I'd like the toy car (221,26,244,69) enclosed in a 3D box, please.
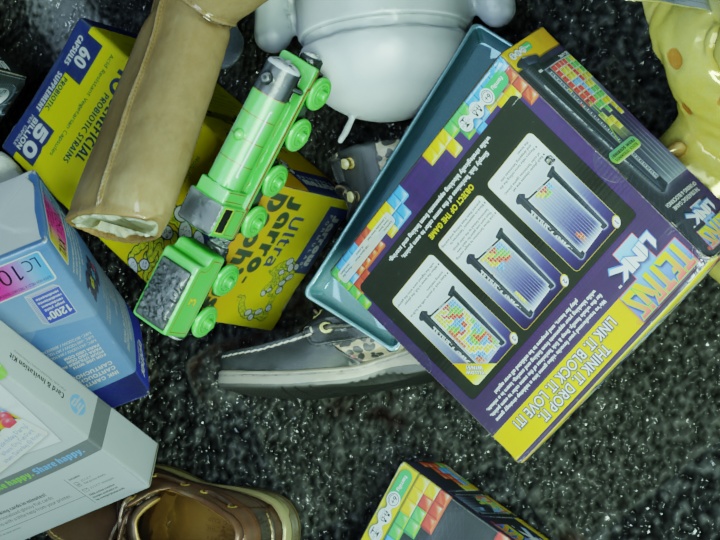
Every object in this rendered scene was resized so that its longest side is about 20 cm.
[{"bbox_3d":[-0.136,-0.233,1.643,0.200,0.158,0.164,43,117,16],"label":"toy car"}]

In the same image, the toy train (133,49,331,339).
[{"bbox_3d":[-0.080,-0.047,1.502,0.042,0.056,0.200,32,100,27],"label":"toy train"}]

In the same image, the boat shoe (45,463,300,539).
[{"bbox_3d":[-0.138,0.167,1.634,0.199,0.067,0.072,3,86,32],"label":"boat shoe"}]

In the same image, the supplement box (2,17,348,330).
[{"bbox_3d":[-0.123,-0.064,1.627,0.200,0.109,0.109,41,106,28],"label":"supplement box"}]

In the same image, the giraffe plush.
[{"bbox_3d":[0.224,-0.076,1.395,0.199,0.173,0.163,9,119,-4],"label":"giraffe plush"}]

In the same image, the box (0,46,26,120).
[{"bbox_3d":[-0.342,-0.108,1.731,0.160,0.043,0.200,46,110,31],"label":"box"}]

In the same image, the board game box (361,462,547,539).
[{"bbox_3d":[0.052,0.246,1.505,0.165,0.057,0.200,33,102,32],"label":"board game box"}]

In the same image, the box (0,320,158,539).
[{"bbox_3d":[-0.256,0.100,1.597,0.156,0.200,0.041,-24,39,31],"label":"box"}]

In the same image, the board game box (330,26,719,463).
[{"bbox_3d":[0.099,-0.012,1.403,0.165,0.057,0.200,45,129,6],"label":"board game box"}]

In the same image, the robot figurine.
[{"bbox_3d":[0.013,-0.181,1.553,0.169,0.113,0.201,-7,81,13],"label":"robot figurine"}]

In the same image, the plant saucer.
[{"bbox_3d":[0.047,-0.051,1.504,0.070,0.019,0.200,32,90,12],"label":"plant saucer"}]

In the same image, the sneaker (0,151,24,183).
[{"bbox_3d":[-0.275,-0.013,1.699,0.089,0.075,0.200,52,146,39],"label":"sneaker"}]

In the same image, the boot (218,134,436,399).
[{"bbox_3d":[0.000,0.000,1.550,0.199,0.073,0.151,-10,80,17],"label":"boot"}]

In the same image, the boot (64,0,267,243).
[{"bbox_3d":[-0.101,-0.119,1.500,0.175,0.066,0.201,-11,57,64],"label":"boot"}]

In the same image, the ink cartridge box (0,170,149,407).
[{"bbox_3d":[-0.231,0.042,1.639,0.136,0.200,0.077,-21,47,8],"label":"ink cartridge box"}]
